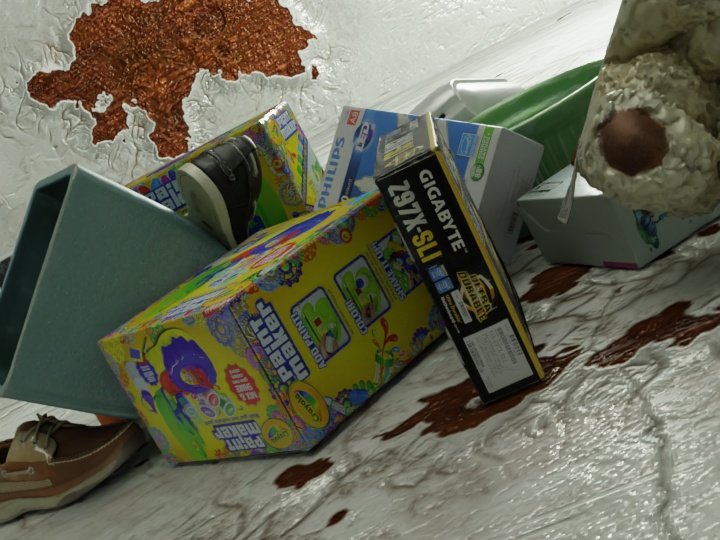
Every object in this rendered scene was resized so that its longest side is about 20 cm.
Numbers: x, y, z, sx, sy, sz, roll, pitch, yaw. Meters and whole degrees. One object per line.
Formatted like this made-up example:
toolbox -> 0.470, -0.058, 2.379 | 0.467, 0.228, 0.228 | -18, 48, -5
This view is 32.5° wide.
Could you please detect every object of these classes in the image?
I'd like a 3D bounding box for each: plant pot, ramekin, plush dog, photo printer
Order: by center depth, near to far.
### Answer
plush dog -> 0.229, -0.084, 0.782 | 0.161, 0.170, 0.201 | 96, -168, -61
plant pot -> -0.209, 0.038, 1.105 | 0.195, 0.199, 0.198 | -4, 68, 66
ramekin -> 0.167, -0.108, 1.154 | 0.199, 0.098, 0.200 | -28, 11, 6
photo printer -> 0.091, -0.136, 1.342 | 0.166, 0.070, 0.200 | -43, -12, 26

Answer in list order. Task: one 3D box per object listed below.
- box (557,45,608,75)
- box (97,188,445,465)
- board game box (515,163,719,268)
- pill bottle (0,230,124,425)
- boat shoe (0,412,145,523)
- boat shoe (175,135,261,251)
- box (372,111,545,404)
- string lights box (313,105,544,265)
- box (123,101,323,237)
box -> 0.265, -0.185, 1.312 | 0.140, 0.079, 0.200 | -14, 18, 41
box -> -0.062, 0.045, 0.968 | 0.192, 0.123, 0.199 | -38, 14, -38
board game box -> 0.238, -0.079, 0.945 | 0.199, 0.065, 0.147 | -33, 13, -15
pill bottle -> -0.275, 0.055, 1.234 | 0.106, 0.201, 0.106 | -28, 8, 4
boat shoe -> -0.276, 0.165, 1.084 | 0.199, 0.072, 0.076 | -23, 12, 26
boat shoe -> -0.117, -0.055, 1.103 | 0.068, 0.072, 0.200 | -47, -11, -18
box -> 0.064, -0.018, 0.844 | 0.049, 0.161, 0.200 | -27, 11, 8
string lights box -> 0.054, -0.077, 1.063 | 0.059, 0.104, 0.199 | 17, -1, -42
box -> -0.127, -0.035, 1.264 | 0.199, 0.194, 0.122 | -26, 11, 16
